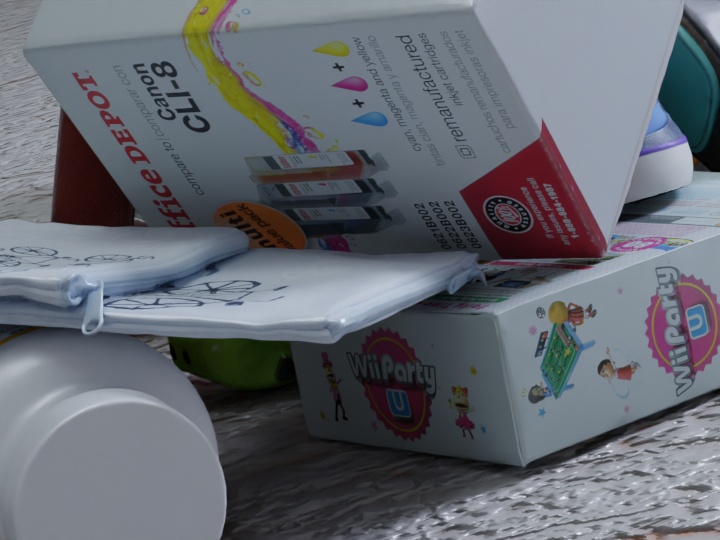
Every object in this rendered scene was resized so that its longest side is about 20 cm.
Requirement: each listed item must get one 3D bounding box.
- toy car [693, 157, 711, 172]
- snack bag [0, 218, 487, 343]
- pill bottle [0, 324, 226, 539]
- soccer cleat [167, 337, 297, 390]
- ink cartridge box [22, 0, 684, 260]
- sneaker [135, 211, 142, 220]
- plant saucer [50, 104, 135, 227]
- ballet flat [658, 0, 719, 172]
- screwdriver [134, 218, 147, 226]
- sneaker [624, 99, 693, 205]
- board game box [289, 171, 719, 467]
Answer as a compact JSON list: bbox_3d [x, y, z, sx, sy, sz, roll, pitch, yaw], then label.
[{"bbox_3d":[0.172,-0.084,1.389,0.200,0.175,0.150,-20,-23,-30],"label":"toy car"},{"bbox_3d":[-0.072,0.001,1.042,0.200,0.021,0.189,3,7,17],"label":"snack bag"},{"bbox_3d":[-0.113,0.066,1.031,0.104,0.104,0.200,-16,13,-18],"label":"pill bottle"},{"bbox_3d":[0.000,0.000,1.321,0.200,0.068,0.081,-24,16,-34],"label":"soccer cleat"},{"bbox_3d":[-0.001,-0.099,1.137,0.200,0.145,0.145,-2,51,29],"label":"ink cartridge box"},{"bbox_3d":[-0.164,0.013,1.450,0.200,0.077,0.084,-11,29,19],"label":"sneaker"},{"bbox_3d":[-0.118,-0.025,1.269,0.037,0.200,0.200,6,11,-5],"label":"plant saucer"},{"bbox_3d":[0.174,-0.069,1.256,0.073,0.073,0.200,-20,57,-33],"label":"ballet flat"},{"bbox_3d":[-0.091,-0.021,1.343,0.029,0.028,0.200,-38,22,-12],"label":"screwdriver"},{"bbox_3d":[0.070,-0.108,1.243,0.081,0.147,0.200,-16,15,-17],"label":"sneaker"},{"bbox_3d":[0.092,0.014,1.167,0.200,0.064,0.147,-18,12,-33],"label":"board game box"}]
